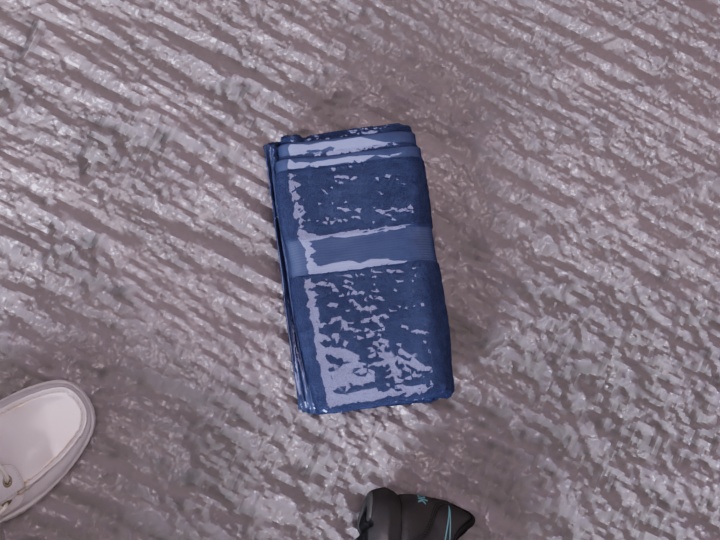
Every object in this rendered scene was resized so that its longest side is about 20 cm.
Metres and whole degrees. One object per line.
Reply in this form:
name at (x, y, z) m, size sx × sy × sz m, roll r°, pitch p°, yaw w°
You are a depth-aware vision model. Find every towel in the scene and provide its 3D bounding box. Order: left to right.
towel at (0.000, 0.000, 1.495) m, size 0.112 × 0.049 × 0.200 m, roll -6°, pitch 78°, yaw -11°

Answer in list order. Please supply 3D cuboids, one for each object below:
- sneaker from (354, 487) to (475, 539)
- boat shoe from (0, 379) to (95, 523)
sneaker at (0.036, 0.245, 1.433) m, size 0.079 × 0.075 × 0.200 m, roll 6°, pitch 77°, yaw -11°
boat shoe at (-0.257, 0.138, 1.407) m, size 0.200 × 0.069 × 0.071 m, roll -36°, pitch 84°, yaw -16°
